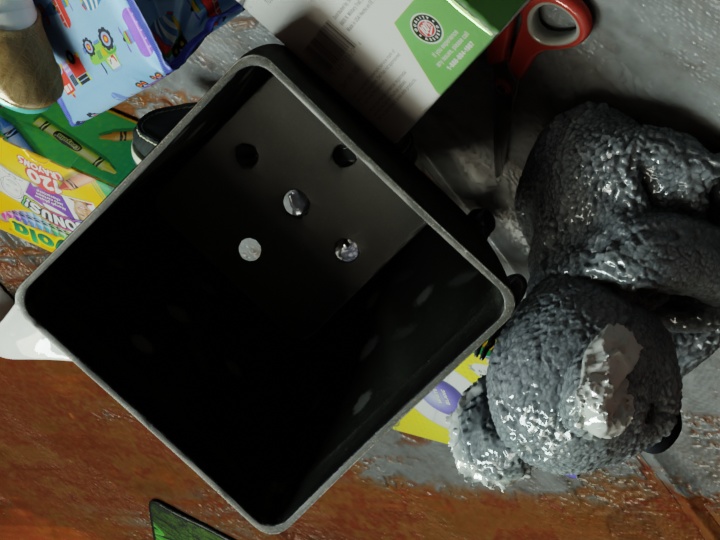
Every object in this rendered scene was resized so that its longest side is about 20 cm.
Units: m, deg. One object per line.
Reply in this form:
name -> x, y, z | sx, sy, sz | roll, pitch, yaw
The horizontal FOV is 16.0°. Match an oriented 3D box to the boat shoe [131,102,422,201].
boat shoe -> -0.059, -0.090, 1.567 | 0.198, 0.075, 0.066 | 12, 134, 31

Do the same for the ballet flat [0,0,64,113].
ballet flat -> -0.238, -0.177, 1.529 | 0.200, 0.068, 0.073 | 48, 131, 33

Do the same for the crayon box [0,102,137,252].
crayon box -> -0.199, -0.063, 1.770 | 0.199, 0.058, 0.119 | 23, 149, 21

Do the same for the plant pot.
plant pot -> -0.044, -0.011, 1.447 | 0.200, 0.178, 0.199 | 43, 108, -9

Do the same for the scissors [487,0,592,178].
scissors -> 0.078, -0.118, 1.447 | 0.073, 0.014, 0.200 | 33, 153, 3

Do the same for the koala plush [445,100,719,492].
koala plush -> 0.133, 0.031, 1.412 | 0.184, 0.200, 0.177 | 43, 151, -14

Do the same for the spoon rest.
spoon rest -> -0.236, 0.037, 1.957 | 0.199, 0.061, 0.099 | -3, 134, 50

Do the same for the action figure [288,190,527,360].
action figure -> 0.000, 0.000, 1.610 | 0.199, 0.102, 0.119 | 7, 126, 41

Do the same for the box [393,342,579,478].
box -> 0.056, 0.066, 1.707 | 0.199, 0.048, 0.118 | 14, 145, 36

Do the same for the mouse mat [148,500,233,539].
mouse mat -> -0.097, 0.280, 2.230 | 0.199, 0.008, 0.161 | 27, 150, 17

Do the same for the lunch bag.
lunch bag -> -0.174, -0.203, 1.521 | 0.200, 0.094, 0.150 | 52, 151, -11

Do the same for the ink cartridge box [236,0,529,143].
ink cartridge box -> -0.009, -0.184, 1.351 | 0.200, 0.084, 0.146 | 42, 151, -3
